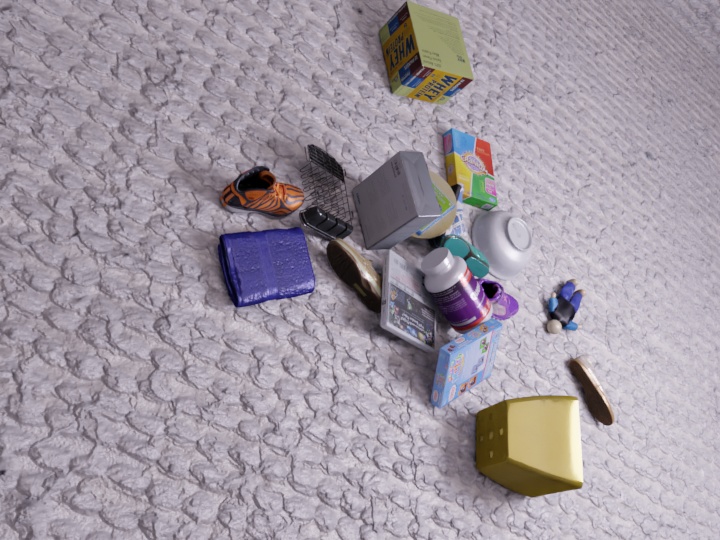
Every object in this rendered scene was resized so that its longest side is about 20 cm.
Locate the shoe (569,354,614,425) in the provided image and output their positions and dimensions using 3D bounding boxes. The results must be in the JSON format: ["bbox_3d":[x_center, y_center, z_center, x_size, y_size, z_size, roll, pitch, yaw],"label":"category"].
[{"bbox_3d":[0.645,0.325,1.809,0.053,0.070,0.203,-22,83,-31],"label":"shoe"}]

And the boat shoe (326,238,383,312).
[{"bbox_3d":[0.000,0.000,1.480,0.201,0.071,0.077,53,45,-20],"label":"boat shoe"}]

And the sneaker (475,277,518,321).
[{"bbox_3d":[0.341,0.069,1.684,0.197,0.088,0.082,21,58,-29],"label":"sneaker"}]

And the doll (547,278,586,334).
[{"bbox_3d":[0.582,0.112,1.868,0.137,0.048,0.200,51,50,-6],"label":"doll"}]

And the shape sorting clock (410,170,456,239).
[{"bbox_3d":[0.145,-0.169,1.644,0.195,0.039,0.204,3,68,-7],"label":"shape sorting clock"}]

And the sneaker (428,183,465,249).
[{"bbox_3d":[0.231,-0.130,1.706,0.076,0.075,0.203,31,65,-29],"label":"sneaker"}]

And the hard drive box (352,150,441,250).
[{"bbox_3d":[0.078,-0.157,1.514,0.076,0.199,0.159,-5,74,-37],"label":"hard drive box"}]

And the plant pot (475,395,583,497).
[{"bbox_3d":[0.371,0.393,1.513,0.173,0.200,0.204,15,62,-17],"label":"plant pot"}]

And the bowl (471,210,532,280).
[{"bbox_3d":[0.404,-0.083,1.794,0.198,0.090,0.205,15,63,-31],"label":"bowl"}]

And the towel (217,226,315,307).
[{"bbox_3d":[-0.192,-0.009,1.356,0.197,0.049,0.151,-9,83,-39],"label":"towel"}]

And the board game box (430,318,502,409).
[{"bbox_3d":[0.246,0.213,1.526,0.198,0.036,0.154,-22,129,-41],"label":"board game box"}]

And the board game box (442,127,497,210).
[{"bbox_3d":[0.305,-0.280,1.836,0.151,0.040,0.204,12,64,-32],"label":"board game box"}]

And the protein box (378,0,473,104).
[{"bbox_3d":[0.180,-0.592,1.816,0.196,0.134,0.204,1,69,-36],"label":"protein box"}]

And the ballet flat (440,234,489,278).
[{"bbox_3d":[0.248,-0.047,1.631,0.199,0.067,0.071,33,22,-41],"label":"ballet flat"}]

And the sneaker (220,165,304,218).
[{"bbox_3d":[-0.185,-0.164,1.380,0.197,0.112,0.079,-8,76,-39],"label":"sneaker"}]

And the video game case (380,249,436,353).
[{"bbox_3d":[0.114,0.074,1.522,0.199,0.023,0.185,32,53,-44],"label":"video game case"}]

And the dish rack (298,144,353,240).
[{"bbox_3d":[-0.080,-0.177,1.477,0.153,0.054,0.204,26,49,-54],"label":"dish rack"}]

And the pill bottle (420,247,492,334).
[{"bbox_3d":[0.225,0.046,1.566,0.201,0.111,0.113,54,48,-24],"label":"pill bottle"}]
